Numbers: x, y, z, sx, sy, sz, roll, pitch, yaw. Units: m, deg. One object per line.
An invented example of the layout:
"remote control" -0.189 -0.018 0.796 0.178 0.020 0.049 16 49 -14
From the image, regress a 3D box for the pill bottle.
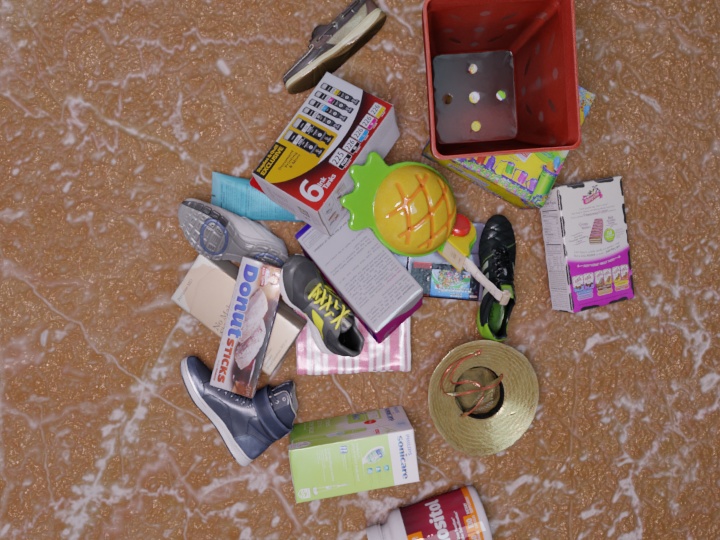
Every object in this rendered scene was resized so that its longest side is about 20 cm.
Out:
"pill bottle" 0.113 0.441 1.197 0.195 0.113 0.116 -17 95 -3

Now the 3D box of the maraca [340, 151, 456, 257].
"maraca" 0.061 -0.097 1.070 0.196 0.106 0.141 17 87 -27

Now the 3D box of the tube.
"tube" -0.147 -0.112 1.172 0.194 0.050 0.080 5 96 0

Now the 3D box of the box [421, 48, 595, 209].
"box" 0.231 -0.231 1.152 0.197 0.122 0.196 27 92 -5

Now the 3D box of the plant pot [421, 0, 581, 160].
"plant pot" 0.176 -0.254 0.999 0.194 0.176 0.206 -4 93 -3

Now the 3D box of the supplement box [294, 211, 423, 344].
"supplement box" 0.000 0.000 1.126 0.103 0.101 0.200 -41 75 -7

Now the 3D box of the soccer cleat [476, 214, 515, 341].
"soccer cleat" 0.226 0.013 1.161 0.066 0.081 0.206 2 95 -12

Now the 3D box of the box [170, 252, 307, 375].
"box" -0.191 0.064 1.150 0.198 0.078 0.096 36 97 1

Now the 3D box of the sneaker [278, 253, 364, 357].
"sneaker" -0.051 0.055 1.098 0.075 0.083 0.202 -51 130 -26

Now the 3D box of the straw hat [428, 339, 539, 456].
"straw hat" 0.191 0.195 1.197 0.195 0.085 0.207 -3 102 -12

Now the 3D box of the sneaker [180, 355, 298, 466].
"sneaker" -0.186 0.195 1.165 0.145 0.077 0.204 -33 100 9

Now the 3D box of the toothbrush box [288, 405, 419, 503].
"toothbrush box" -0.014 0.291 1.160 0.194 0.146 0.089 -8 94 -3

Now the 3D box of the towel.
"towel" -0.014 0.098 1.189 0.194 0.030 0.151 -3 95 6

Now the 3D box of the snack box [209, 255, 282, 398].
"snack box" -0.170 0.086 1.098 0.070 0.024 0.205 16 96 3

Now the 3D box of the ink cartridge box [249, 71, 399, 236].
"ink cartridge box" -0.066 -0.188 1.100 0.173 0.084 0.202 30 76 22

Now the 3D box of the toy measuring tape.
"toy measuring tape" 0.175 -0.031 1.139 0.074 0.074 0.200 -46 66 1

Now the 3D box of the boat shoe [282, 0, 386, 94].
"boat shoe" -0.050 -0.362 1.152 0.199 0.073 0.065 -38 85 -4

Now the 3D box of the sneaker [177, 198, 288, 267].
"sneaker" -0.198 -0.053 1.137 0.198 0.088 0.075 32 112 -23

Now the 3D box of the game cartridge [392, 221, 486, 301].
"game cartridge" 0.143 -0.019 1.206 0.194 0.038 0.134 4 90 -5

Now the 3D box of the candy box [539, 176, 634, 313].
"candy box" 0.373 -0.044 1.190 0.133 0.061 0.206 -10 96 -22
